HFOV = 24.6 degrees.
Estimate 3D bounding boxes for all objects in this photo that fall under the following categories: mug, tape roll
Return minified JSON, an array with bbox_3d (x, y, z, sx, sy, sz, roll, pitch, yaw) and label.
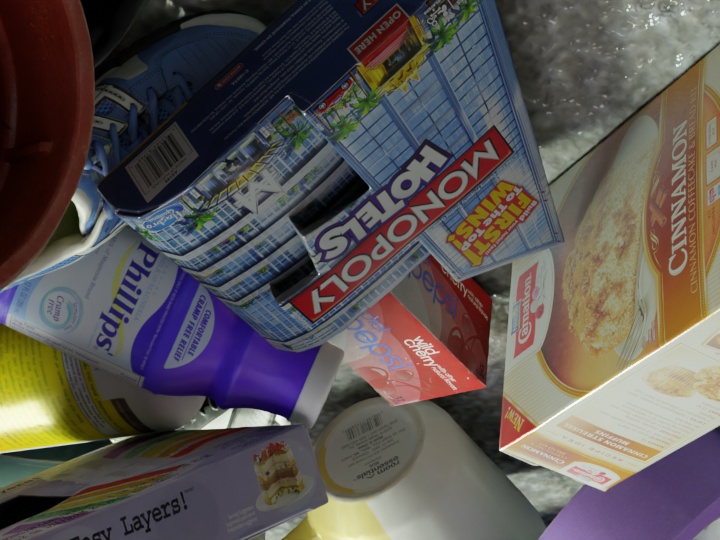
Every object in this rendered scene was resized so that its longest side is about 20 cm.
[{"bbox_3d":[0.026,0.178,1.110,0.148,0.187,0.154,9,145,38],"label":"mug"},{"bbox_3d":[0.176,0.187,1.072,0.066,0.200,0.201,41,157,25],"label":"tape roll"}]

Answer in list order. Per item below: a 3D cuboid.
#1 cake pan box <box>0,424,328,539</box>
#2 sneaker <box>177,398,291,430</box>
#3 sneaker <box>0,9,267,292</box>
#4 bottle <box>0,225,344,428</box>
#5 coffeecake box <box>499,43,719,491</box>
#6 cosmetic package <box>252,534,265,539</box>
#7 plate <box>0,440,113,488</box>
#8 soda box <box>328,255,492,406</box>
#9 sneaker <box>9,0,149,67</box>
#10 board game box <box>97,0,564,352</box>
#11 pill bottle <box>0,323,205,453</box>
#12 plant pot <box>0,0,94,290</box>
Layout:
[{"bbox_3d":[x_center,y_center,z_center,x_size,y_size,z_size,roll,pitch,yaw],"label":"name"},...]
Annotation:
[{"bbox_3d":[-0.148,0.138,0.895,0.199,0.053,0.183,-19,-176,-36],"label":"cake pan box"},{"bbox_3d":[-0.100,0.097,1.099,0.090,0.067,0.200,15,148,-17],"label":"sneaker"},{"bbox_3d":[-0.118,-0.051,0.800,0.199,0.077,0.076,-38,116,-5],"label":"sneaker"},{"bbox_3d":[-0.107,0.024,0.900,0.198,0.084,0.065,25,180,-1],"label":"bottle"},{"bbox_3d":[0.157,-0.002,0.828,0.072,0.155,0.200,22,143,-21],"label":"coffeecake box"},{"bbox_3d":[-0.118,0.217,1.175,0.084,0.109,0.200,4,177,3],"label":"cosmetic package"},{"bbox_3d":[-0.232,0.121,1.115,0.198,0.026,0.200,12,-174,-1],"label":"plate"},{"bbox_3d":[0.000,0.000,0.940,0.069,0.064,0.200,-14,142,29],"label":"soda box"},{"bbox_3d":[-0.150,-0.109,0.740,0.076,0.091,0.200,29,122,-28],"label":"sneaker"},{"bbox_3d":[0.010,-0.042,0.803,0.200,0.062,0.200,-42,139,4],"label":"board game box"},{"bbox_3d":[-0.198,0.054,1.014,0.198,0.110,0.109,-9,143,22],"label":"pill bottle"},{"bbox_3d":[-0.242,-0.066,0.675,0.200,0.203,0.194,30,157,-31],"label":"plant pot"}]
